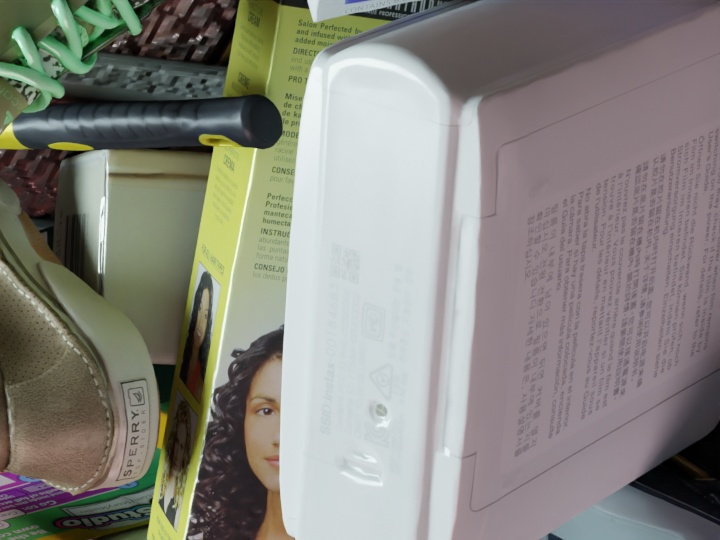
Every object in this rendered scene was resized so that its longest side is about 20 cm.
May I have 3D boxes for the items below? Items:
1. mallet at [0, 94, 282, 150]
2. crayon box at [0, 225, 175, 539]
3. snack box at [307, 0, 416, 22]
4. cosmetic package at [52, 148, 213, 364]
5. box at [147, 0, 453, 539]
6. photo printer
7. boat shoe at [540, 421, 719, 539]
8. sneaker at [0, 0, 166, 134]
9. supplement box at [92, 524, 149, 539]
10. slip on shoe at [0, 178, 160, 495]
[{"bbox_3d":[-0.115,-0.048,0.910,0.200,0.041,0.066,-4,156,42],"label":"mallet"},{"bbox_3d":[-0.151,0.060,1.168,0.200,0.058,0.173,-16,154,26],"label":"crayon box"},{"bbox_3d":[0.082,-0.116,0.826,0.200,0.024,0.072,-12,157,-9],"label":"snack box"},{"bbox_3d":[0.000,0.000,1.009,0.200,0.073,0.104,2,179,-16],"label":"cosmetic package"},{"bbox_3d":[-0.013,0.003,0.919,0.075,0.200,0.050,5,-167,-18],"label":"box"},{"bbox_3d":[0.060,-0.009,0.881,0.069,0.167,0.200,18,-153,32],"label":"photo printer"},{"bbox_3d":[0.117,0.091,0.938,0.091,0.200,0.071,-17,123,-35],"label":"boat shoe"},{"bbox_3d":[-0.100,-0.070,0.858,0.200,0.089,0.077,-13,155,12],"label":"sneaker"},{"bbox_3d":[-0.012,0.154,1.210,0.200,0.134,0.200,-15,-179,22],"label":"supplement box"},{"bbox_3d":[-0.135,0.018,0.961,0.061,0.200,0.076,-8,118,-29],"label":"slip on shoe"}]
